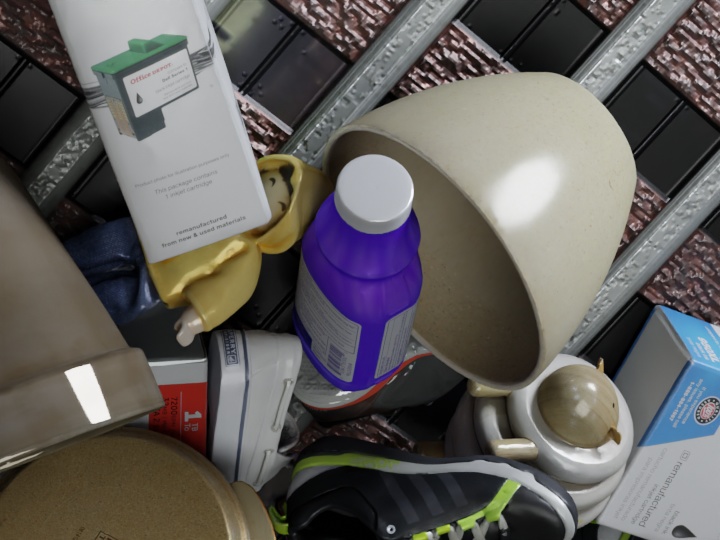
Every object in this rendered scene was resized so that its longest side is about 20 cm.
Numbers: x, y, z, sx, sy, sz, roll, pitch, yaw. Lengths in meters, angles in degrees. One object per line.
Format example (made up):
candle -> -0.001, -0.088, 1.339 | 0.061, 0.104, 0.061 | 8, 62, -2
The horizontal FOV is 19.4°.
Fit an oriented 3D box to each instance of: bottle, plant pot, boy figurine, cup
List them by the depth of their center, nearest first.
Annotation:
plant pot -> -0.236, 0.035, 1.244 | 0.198, 0.200, 0.175 | -21, 86, -2
bottle -> 0.000, 0.000, 1.322 | 0.065, 0.084, 0.201 | -29, 156, -20
boy figurine -> -0.110, -0.013, 1.340 | 0.198, 0.125, 0.064 | -19, 152, 9
cup -> 0.093, -0.047, 1.349 | 0.143, 0.200, 0.201 | -38, 123, -22

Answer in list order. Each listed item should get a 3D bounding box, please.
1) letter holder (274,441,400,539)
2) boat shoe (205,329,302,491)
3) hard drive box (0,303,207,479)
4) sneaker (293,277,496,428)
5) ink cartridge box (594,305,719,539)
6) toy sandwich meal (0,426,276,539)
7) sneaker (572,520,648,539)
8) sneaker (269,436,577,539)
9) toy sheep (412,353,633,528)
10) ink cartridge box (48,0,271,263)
letter holder -> 0.035, 0.253, 1.501 | 0.100, 0.142, 0.201 | -27, 120, 1
boat shoe -> -0.073, 0.116, 1.420 | 0.065, 0.074, 0.201 | -2, 142, -12
hard drive box -> -0.205, 0.110, 1.407 | 0.198, 0.077, 0.157 | -4, 118, -12
sneaker -> 0.046, 0.053, 1.454 | 0.198, 0.078, 0.082 | -18, 146, -2
ink cartridge box -> 0.273, 0.131, 1.528 | 0.198, 0.084, 0.145 | 19, 112, -22
toy sandwich meal -> -0.151, 0.191, 1.338 | 0.203, 0.207, 0.070 | -14, 153, -6
sneaker -> 0.178, 0.250, 1.591 | 0.082, 0.072, 0.201 | 22, 129, 20
sneaker -> 0.040, 0.169, 1.372 | 0.198, 0.083, 0.072 | 6, 136, 15
toy sheep -> 0.116, 0.127, 1.463 | 0.137, 0.139, 0.200 | 14, 145, -20
ink cartridge box -> -0.128, -0.131, 1.259 | 0.084, 0.146, 0.201 | -19, 119, -1
